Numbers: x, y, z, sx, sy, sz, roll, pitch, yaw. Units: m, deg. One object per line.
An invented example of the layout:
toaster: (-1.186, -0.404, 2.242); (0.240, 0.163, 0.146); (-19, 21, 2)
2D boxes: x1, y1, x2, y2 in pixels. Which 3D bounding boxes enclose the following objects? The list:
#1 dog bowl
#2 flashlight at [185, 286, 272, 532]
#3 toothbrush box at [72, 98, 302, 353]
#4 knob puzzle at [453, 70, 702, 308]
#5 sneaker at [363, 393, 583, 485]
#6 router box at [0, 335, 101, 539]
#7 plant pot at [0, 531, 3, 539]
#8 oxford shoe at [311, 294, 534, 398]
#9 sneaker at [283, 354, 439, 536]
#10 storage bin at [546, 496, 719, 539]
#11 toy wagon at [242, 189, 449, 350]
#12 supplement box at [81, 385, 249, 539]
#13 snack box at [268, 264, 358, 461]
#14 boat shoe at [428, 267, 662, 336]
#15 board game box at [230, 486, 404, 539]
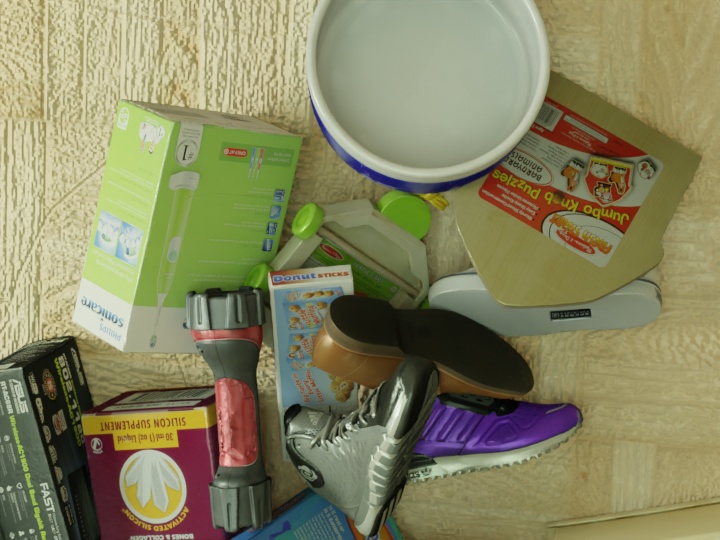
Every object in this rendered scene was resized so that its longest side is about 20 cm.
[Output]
dog bowl: (0.054, -0.167, 1.476); (0.199, 0.079, 0.202); (0, 82, -2)
flashlight: (-0.107, 0.116, 1.492); (0.067, 0.068, 0.201); (-4, 93, -27)
toothbrush box: (-0.148, -0.035, 1.534); (0.086, 0.145, 0.201); (23, 105, 45)
knob puzzle: (0.166, -0.053, 1.511); (0.218, 0.030, 0.221); (0, 75, 0)
sneaker: (0.091, 0.124, 1.560); (0.199, 0.070, 0.100); (-12, 91, 7)
router box: (-0.279, 0.171, 1.595); (0.062, 0.150, 0.201); (-13, 97, 10)
plant pot: (-0.405, 0.196, 1.609); (0.195, 0.196, 0.201); (13, 85, 8)
oxford shoe: (0.052, 0.077, 1.516); (0.199, 0.072, 0.071); (16, 132, -18)
sneaker: (-0.010, 0.130, 1.487); (0.115, 0.075, 0.201); (29, 131, 14)
storage bin: (0.274, 0.312, 1.547); (0.199, 0.094, 0.200); (-10, 97, 11)
toy wagon: (0.000, 0.000, 1.546); (0.155, 0.040, 0.200); (33, 104, -27)
supplement box: (-0.159, 0.210, 1.595); (0.130, 0.103, 0.201); (-6, 98, 21)
snack box: (-0.039, 0.084, 1.548); (0.071, 0.024, 0.201); (-4, 128, -3)
boat shoe: (0.158, 0.009, 1.538); (0.199, 0.070, 0.071); (-3, 142, 9)
board game box: (-0.039, 0.277, 1.550); (0.045, 0.200, 0.153); (-24, 94, 48)
